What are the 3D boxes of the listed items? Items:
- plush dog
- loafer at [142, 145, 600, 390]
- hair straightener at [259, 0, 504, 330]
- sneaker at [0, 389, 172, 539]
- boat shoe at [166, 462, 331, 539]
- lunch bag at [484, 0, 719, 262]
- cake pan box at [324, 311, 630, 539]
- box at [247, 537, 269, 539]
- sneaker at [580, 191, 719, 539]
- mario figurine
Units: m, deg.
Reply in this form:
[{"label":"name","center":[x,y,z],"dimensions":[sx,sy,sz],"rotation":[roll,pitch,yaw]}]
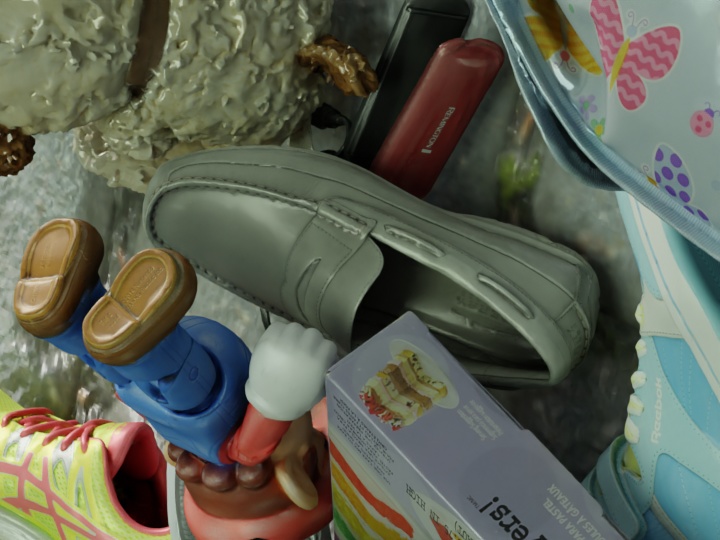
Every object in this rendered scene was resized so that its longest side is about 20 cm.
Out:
[{"label":"plush dog","center":[-0.099,-0.106,1.245],"dimensions":[0.160,0.171,0.201],"rotation":[43,126,50]},{"label":"loafer","center":[0.000,0.000,1.214],"dimensions":[0.199,0.070,0.070],"rotation":[14,123,11]},{"label":"hair straightener","center":[0.000,-0.042,1.289],"dimensions":[0.077,0.041,0.201],"rotation":[60,138,41]},{"label":"sneaker","center":[-0.133,0.099,1.409],"dimensions":[0.200,0.078,0.091],"rotation":[39,113,24]},{"label":"boat shoe","center":[-0.047,0.141,1.333],"dimensions":[0.067,0.073,0.201],"rotation":[167,94,-81]},{"label":"lunch bag","center":[0.155,-0.080,1.043],"dimensions":[0.200,0.169,0.128],"rotation":[38,124,27]},{"label":"cake pan box","center":[0.065,0.139,1.184],"dimensions":[0.200,0.052,0.185],"rotation":[46,161,24]},{"label":"box","center":[0.007,0.200,1.133],"dimensions":[0.199,0.049,0.161],"rotation":[10,103,46]},{"label":"sneaker","center":[0.120,0.051,1.161],"dimensions":[0.130,0.079,0.201],"rotation":[-31,76,40]},{"label":"mario figurine","center":[-0.059,0.038,1.223],"dimensions":[0.106,0.200,0.124],"rotation":[-31,51,6]}]
